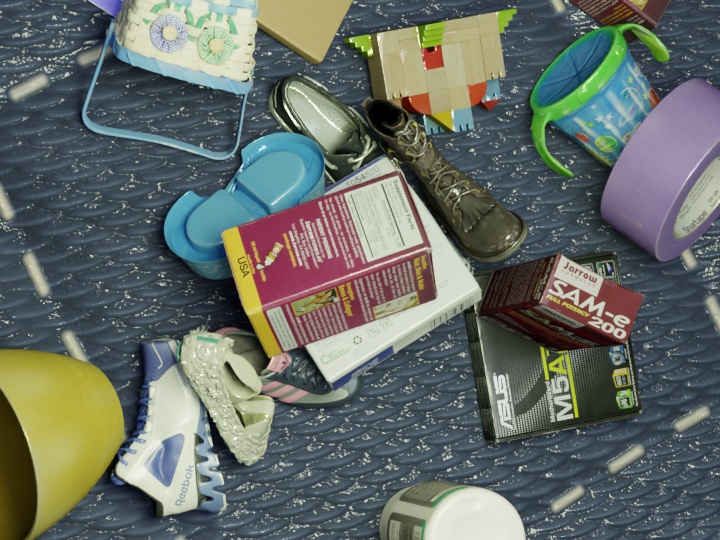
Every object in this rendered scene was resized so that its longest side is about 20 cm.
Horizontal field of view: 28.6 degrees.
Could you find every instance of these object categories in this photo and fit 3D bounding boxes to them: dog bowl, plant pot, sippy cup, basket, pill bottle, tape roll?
[{"bbox_3d":[-0.121,-0.068,1.555,0.200,0.050,0.111,-40,54,-15],"label":"dog bowl"},{"bbox_3d":[-0.327,0.164,1.444,0.141,0.199,0.202,-19,91,-43],"label":"plant pot"},{"bbox_3d":[0.292,-0.196,1.676,0.177,0.140,0.130,-37,111,25],"label":"sippy cup"},{"bbox_3d":[-0.200,-0.229,1.534,0.175,0.139,0.201,10,118,-16],"label":"basket"},{"bbox_3d":[0.092,0.287,1.533,0.112,0.200,0.114,1,85,-16],"label":"pill bottle"},{"bbox_3d":[0.374,-0.116,1.644,0.085,0.200,0.200,37,74,25],"label":"tape roll"}]

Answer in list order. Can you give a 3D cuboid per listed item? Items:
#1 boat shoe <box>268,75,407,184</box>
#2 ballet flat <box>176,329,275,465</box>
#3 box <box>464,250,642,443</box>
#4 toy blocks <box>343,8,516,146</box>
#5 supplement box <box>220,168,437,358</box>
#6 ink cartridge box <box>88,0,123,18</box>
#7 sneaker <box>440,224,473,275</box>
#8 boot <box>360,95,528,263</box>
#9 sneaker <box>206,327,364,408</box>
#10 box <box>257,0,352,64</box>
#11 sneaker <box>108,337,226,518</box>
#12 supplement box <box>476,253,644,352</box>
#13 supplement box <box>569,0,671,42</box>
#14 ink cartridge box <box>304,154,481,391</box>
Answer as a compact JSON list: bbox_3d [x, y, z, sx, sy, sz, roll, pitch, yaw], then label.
[{"bbox_3d":[-0.021,-0.144,1.609,0.199,0.060,0.076,36,77,-10],"label":"boat shoe"},{"bbox_3d":[-0.129,0.139,1.497,0.072,0.072,0.201,-42,135,-15],"label":"ballet flat"},{"bbox_3d":[0.225,0.089,1.669,0.191,0.047,0.202,-7,87,-18],"label":"box"},{"bbox_3d":[0.091,-0.218,1.642,0.198,0.100,0.138,-13,101,-16],"label":"toy blocks"},{"bbox_3d":[-0.029,-0.005,1.472,0.198,0.131,0.104,-19,64,-2],"label":"supplement box"},{"bbox_3d":[-0.277,-0.401,1.566,0.197,0.043,0.201,30,78,-13],"label":"ink cartridge box"},{"bbox_3d":[0.027,0.020,1.620,0.198,0.075,0.088,-22,52,-5],"label":"sneaker"},{"bbox_3d":[0.084,-0.103,1.552,0.069,0.200,0.174,-45,130,-4],"label":"boot"},{"bbox_3d":[-0.083,0.109,1.558,0.198,0.082,0.071,12,80,-15],"label":"sneaker"},{"bbox_3d":[-0.092,-0.355,1.607,0.199,0.021,0.165,31,78,-24],"label":"box"},{"bbox_3d":[-0.221,0.178,1.514,0.114,0.080,0.201,-15,91,-19],"label":"sneaker"},{"bbox_3d":[0.213,0.039,1.544,0.108,0.200,0.061,25,78,-11],"label":"supplement box"},{"bbox_3d":[0.288,-0.383,1.706,0.199,0.086,0.111,34,77,-11],"label":"supplement box"},{"bbox_3d":[0.000,0.000,1.560,0.199,0.041,0.201,-30,67,-6],"label":"ink cartridge box"}]
